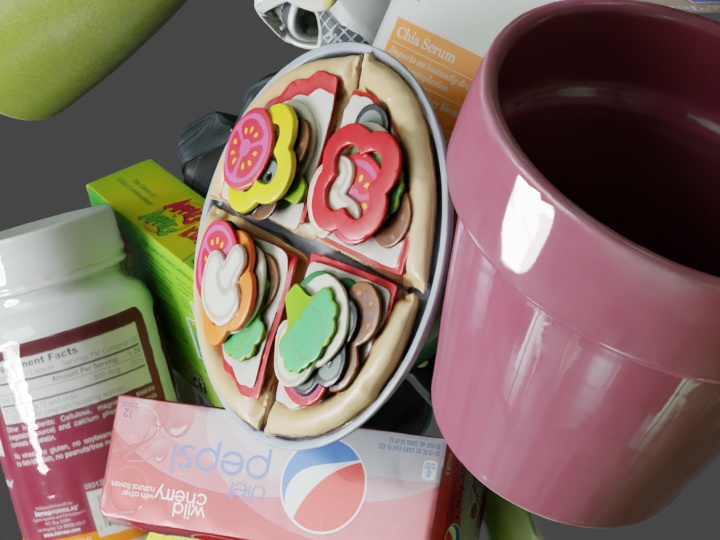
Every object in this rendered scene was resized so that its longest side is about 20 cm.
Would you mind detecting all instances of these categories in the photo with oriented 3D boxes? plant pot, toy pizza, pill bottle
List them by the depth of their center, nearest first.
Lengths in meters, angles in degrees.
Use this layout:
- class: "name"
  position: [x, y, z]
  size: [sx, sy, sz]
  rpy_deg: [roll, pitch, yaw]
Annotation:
- class: "plant pot"
  position: [0.118, 0.009, 1.110]
  size: [0.201, 0.199, 0.180]
  rpy_deg: [-112, 34, -43]
- class: "toy pizza"
  position: [-0.028, -0.014, 1.213]
  size: [0.200, 0.032, 0.202]
  rpy_deg: [-16, 69, 48]
- class: "pill bottle"
  position: [-0.166, 0.070, 1.473]
  size: [0.114, 0.114, 0.201]
  rpy_deg: [-7, 99, 54]
- class: "plant pot"
  position: [-0.174, -0.223, 1.647]
  size: [0.199, 0.187, 0.188]
  rpy_deg: [-23, 57, 31]

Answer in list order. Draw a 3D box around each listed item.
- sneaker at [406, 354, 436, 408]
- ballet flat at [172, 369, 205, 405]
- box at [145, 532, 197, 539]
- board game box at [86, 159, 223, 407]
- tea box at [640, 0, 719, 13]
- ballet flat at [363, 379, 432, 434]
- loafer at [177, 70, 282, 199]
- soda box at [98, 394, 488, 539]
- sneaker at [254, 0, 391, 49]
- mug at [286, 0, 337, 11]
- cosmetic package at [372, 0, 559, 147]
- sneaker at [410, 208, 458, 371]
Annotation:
- class: "sneaker"
  position: [0.022, 0.007, 1.301]
  size: [0.200, 0.075, 0.079]
  rpy_deg: [53, 163, 10]
- class: "ballet flat"
  position: [-0.173, 0.083, 1.591]
  size: [0.200, 0.069, 0.070]
  rpy_deg: [12, 87, 56]
- class: "box"
  position: [-0.098, 0.193, 1.431]
  size: [0.201, 0.075, 0.050]
  rpy_deg: [-61, 34, 21]
- class: "board game box"
  position: [-0.092, 0.016, 1.475]
  size: [0.200, 0.047, 0.102]
  rpy_deg: [35, 142, 55]
- class: "tea box"
  position: [0.172, -0.225, 1.118]
  size: [0.199, 0.133, 0.198]
  rpy_deg: [2, 79, 34]
- class: "ballet flat"
  position: [0.000, 0.000, 1.374]
  size: [0.068, 0.068, 0.201]
  rpy_deg: [-38, 47, 41]
- class: "loafer"
  position: [-0.043, -0.068, 1.472]
  size: [0.200, 0.072, 0.073]
  rpy_deg: [-28, 63, 59]
- class: "soda box"
  position: [-0.036, 0.113, 1.308]
  size: [0.199, 0.063, 0.071]
  rpy_deg: [5, 81, 26]
- class: "sneaker"
  position: [-0.037, -0.177, 1.436]
  size: [0.081, 0.076, 0.200]
  rpy_deg: [-55, 34, 2]
- class: "mug"
  position: [-0.007, -0.234, 1.316]
  size: [0.186, 0.150, 0.153]
  rpy_deg: [36, 76, 32]
- class: "cosmetic package"
  position: [0.082, -0.144, 1.286]
  size: [0.101, 0.071, 0.201]
  rpy_deg: [28, 99, 30]
- class: "sneaker"
  position: [0.063, 0.001, 1.229]
  size: [0.200, 0.080, 0.071]
  rpy_deg: [-40, 46, 6]
